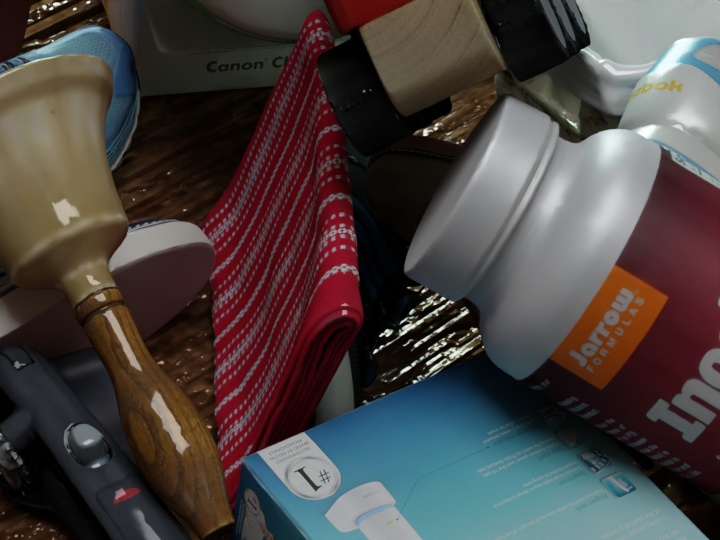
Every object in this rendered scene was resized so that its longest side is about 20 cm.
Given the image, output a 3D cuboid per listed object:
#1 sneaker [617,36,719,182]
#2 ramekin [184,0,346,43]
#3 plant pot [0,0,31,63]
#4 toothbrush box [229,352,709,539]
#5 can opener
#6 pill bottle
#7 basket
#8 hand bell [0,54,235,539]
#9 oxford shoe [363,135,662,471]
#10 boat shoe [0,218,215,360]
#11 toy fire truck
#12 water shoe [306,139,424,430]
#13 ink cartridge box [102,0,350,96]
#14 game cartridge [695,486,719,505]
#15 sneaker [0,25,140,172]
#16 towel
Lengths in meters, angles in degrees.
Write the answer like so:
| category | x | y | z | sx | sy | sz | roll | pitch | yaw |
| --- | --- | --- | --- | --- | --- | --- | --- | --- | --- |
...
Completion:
| category | x | y | z | sx | sy | sz | roll | pitch | yaw |
| --- | --- | --- | --- | --- | --- | --- | --- | --- | --- |
| sneaker | 0.197 | -0.022 | 1.043 | 0.200 | 0.076 | 0.081 | 39 | 57 | -22 |
| ramekin | -0.030 | -0.205 | 1.103 | 0.199 | 0.201 | 0.098 | -10 | 36 | -18 |
| plant pot | -0.263 | -0.173 | 1.159 | 0.176 | 0.201 | 0.200 | -21 | 50 | -42 |
| toothbrush box | 0.060 | 0.141 | 0.947 | 0.146 | 0.086 | 0.200 | -22 | 51 | -31 |
| can opener | -0.096 | 0.103 | 0.976 | 0.078 | 0.064 | 0.200 | -28 | 54 | -15 |
| pill bottle | 0.123 | 0.015 | 0.964 | 0.199 | 0.113 | 0.113 | 30 | 44 | -6 |
| basket | 0.172 | -0.081 | 1.154 | 0.199 | 0.124 | 0.136 | -10 | 30 | -21 |
| hand bell | -0.103 | 0.021 | 0.977 | 0.104 | 0.104 | 0.201 | -22 | 74 | -29 |
| oxford shoe | 0.074 | 0.012 | 1.053 | 0.200 | 0.071 | 0.075 | 34 | 61 | 16 |
| boat shoe | -0.168 | 0.005 | 1.059 | 0.199 | 0.075 | 0.093 | -25 | 60 | -30 |
| toy fire truck | -0.004 | -0.157 | 1.003 | 0.128 | 0.201 | 0.176 | -24 | 4 | 13 |
| water shoe | 0.000 | 0.000 | 1.097 | 0.078 | 0.072 | 0.201 | 6 | 45 | -12 |
| ink cartridge box | -0.077 | -0.157 | 1.251 | 0.116 | 0.068 | 0.201 | -6 | 44 | -15 |
| game cartridge | 0.247 | 0.065 | 1.097 | 0.200 | 0.039 | 0.130 | -32 | 61 | -35 |
| sneaker | -0.177 | -0.069 | 1.125 | 0.078 | 0.090 | 0.200 | 31 | 47 | 22 |
| towel | -0.038 | -0.002 | 1.039 | 0.022 | 0.145 | 0.201 | 14 | 41 | -18 |
